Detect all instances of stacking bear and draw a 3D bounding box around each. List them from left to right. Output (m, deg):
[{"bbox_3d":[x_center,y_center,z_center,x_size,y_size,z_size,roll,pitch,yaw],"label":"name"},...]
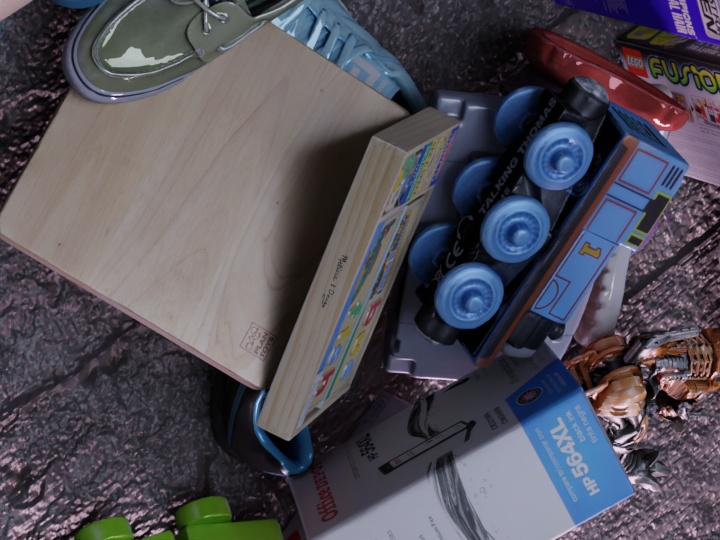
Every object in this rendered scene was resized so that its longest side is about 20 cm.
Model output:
[{"bbox_3d":[0.122,-0.056,1.600,0.121,0.114,0.201,25,102,-15],"label":"stacking bear"}]

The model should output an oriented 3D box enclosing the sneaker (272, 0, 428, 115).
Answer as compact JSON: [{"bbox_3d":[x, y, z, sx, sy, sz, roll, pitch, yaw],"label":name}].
[{"bbox_3d":[-0.011,-0.137,1.503,0.200,0.082,0.074,40,80,-35],"label":"sneaker"}]

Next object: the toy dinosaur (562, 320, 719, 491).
[{"bbox_3d":[0.187,0.081,1.662,0.198,0.103,0.136,5,147,1],"label":"toy dinosaur"}]

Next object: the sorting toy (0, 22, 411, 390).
[{"bbox_3d":[-0.103,-0.060,1.440,0.198,0.070,0.201,32,78,-15],"label":"sorting toy"}]

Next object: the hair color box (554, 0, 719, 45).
[{"bbox_3d":[0.224,-0.214,1.562,0.109,0.200,0.065,-31,118,-22],"label":"hair color box"}]

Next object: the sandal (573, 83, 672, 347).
[{"bbox_3d":[0.197,-0.040,1.669,0.049,0.083,0.204,8,114,-20],"label":"sandal"}]

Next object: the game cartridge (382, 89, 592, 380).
[{"bbox_3d":[0.095,-0.020,1.535,0.132,0.042,0.201,3,114,-18],"label":"game cartridge"}]

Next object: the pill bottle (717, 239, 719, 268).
[{"bbox_3d":[0.335,0.018,1.756,0.112,0.113,0.201,-26,117,-25],"label":"pill bottle"}]

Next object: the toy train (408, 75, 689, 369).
[{"bbox_3d":[0.116,-0.027,1.472,0.114,0.087,0.201,24,108,-27],"label":"toy train"}]

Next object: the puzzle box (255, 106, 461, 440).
[{"bbox_3d":[0.000,0.000,1.438,0.201,0.025,0.133,-68,170,18],"label":"puzzle box"}]

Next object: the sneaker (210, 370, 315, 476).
[{"bbox_3d":[-0.065,0.041,1.520,0.073,0.082,0.201,-21,113,-24],"label":"sneaker"}]

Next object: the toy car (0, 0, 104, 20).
[{"bbox_3d":[-0.251,-0.236,1.300,0.176,0.184,0.201,-30,77,4],"label":"toy car"}]

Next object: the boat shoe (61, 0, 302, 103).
[{"bbox_3d":[-0.089,-0.166,1.379,0.199,0.062,0.072,-33,97,-16],"label":"boat shoe"}]

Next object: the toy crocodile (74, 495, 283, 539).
[{"bbox_3d":[-0.135,0.198,1.534,0.199,0.062,0.068,-7,68,-36],"label":"toy crocodile"}]

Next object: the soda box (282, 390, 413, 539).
[{"bbox_3d":[-0.005,0.189,1.614,0.068,0.064,0.201,41,81,-34],"label":"soda box"}]

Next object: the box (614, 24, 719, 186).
[{"bbox_3d":[0.266,-0.108,1.620,0.035,0.200,0.111,-32,119,-21],"label":"box"}]

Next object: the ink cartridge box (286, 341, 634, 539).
[{"bbox_3d":[0.060,0.139,1.492,0.199,0.146,0.085,-29,105,-1],"label":"ink cartridge box"}]
